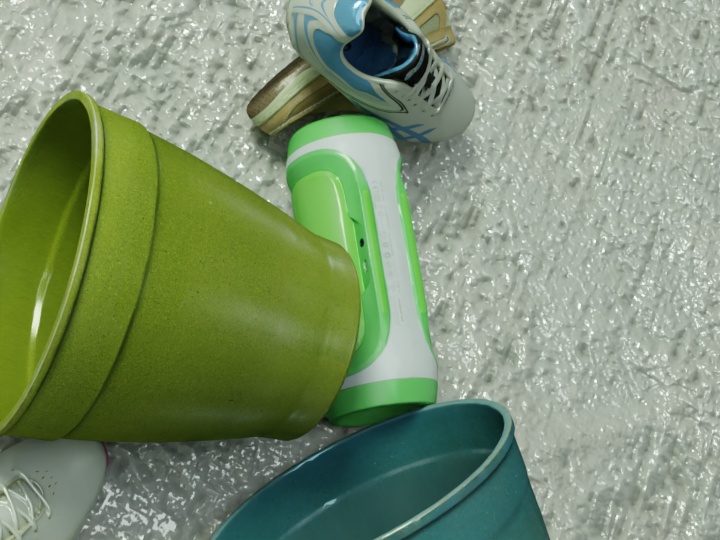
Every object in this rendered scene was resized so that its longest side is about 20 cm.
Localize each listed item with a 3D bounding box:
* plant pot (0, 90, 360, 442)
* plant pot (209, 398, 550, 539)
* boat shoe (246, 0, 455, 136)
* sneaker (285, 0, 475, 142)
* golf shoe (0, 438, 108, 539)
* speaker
[{"bbox_3d":[-0.110,0.019,0.734,0.192,0.200,0.202,17,65,-29],"label":"plant pot"},{"bbox_3d":[0.036,0.207,0.728,0.199,0.200,0.189,-31,101,-29],"label":"plant pot"},{"bbox_3d":[0.004,-0.146,0.905,0.200,0.071,0.076,-40,106,-28],"label":"boat shoe"},{"bbox_3d":[0.027,-0.136,0.842,0.199,0.072,0.072,26,87,-51],"label":"sneaker"},{"bbox_3d":[-0.214,0.157,0.683,0.075,0.091,0.200,47,59,-1],"label":"golf shoe"},{"bbox_3d":[0.000,0.000,0.836,0.088,0.088,0.202,-2,73,-24],"label":"speaker"}]
